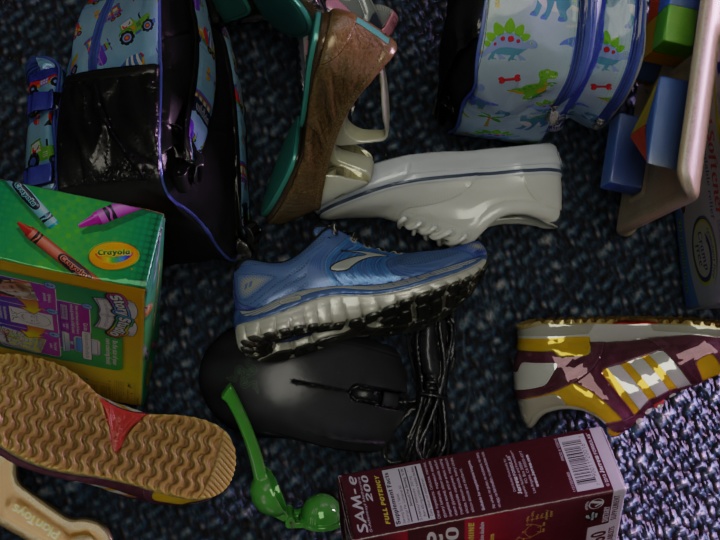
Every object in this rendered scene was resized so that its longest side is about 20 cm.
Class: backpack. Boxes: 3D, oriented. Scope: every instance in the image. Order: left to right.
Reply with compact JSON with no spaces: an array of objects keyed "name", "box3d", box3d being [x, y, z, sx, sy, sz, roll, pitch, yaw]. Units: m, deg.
[{"name":"backpack","box3d":[-0.156,-0.115,0.996,0.133,0.183,0.202,-7,71,11]},{"name":"backpack","box3d":[0.133,-0.196,1.013,0.145,0.200,0.185,4,82,0]}]

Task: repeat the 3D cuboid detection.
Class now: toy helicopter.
[{"name":"toy helicopter","box3d":[-0.270,0.169,1.000,0.199,0.079,0.133,34,82,-4]}]

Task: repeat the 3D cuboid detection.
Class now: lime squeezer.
[{"name":"lime squeezer","box3d":[-0.036,0.161,1.034,0.199,0.038,0.071,33,88,-17]}]

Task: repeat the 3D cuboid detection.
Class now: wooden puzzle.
[{"name":"wooden puzzle","box3d":[0.217,-0.131,1.018,0.046,0.200,0.188,9,82,-1]}]

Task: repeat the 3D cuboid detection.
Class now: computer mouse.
[{"name":"computer mouse","box3d":[-0.023,0.082,1.044,0.197,0.053,0.140,5,84,-5]}]

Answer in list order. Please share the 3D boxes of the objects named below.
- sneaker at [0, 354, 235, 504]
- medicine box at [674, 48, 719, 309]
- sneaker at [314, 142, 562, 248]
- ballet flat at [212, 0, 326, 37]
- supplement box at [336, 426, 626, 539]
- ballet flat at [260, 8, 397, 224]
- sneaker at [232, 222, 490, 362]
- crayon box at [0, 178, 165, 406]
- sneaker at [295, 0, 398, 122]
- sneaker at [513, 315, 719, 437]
[{"name":"sneaker","box3d":[-0.191,0.122,0.984,0.198,0.090,0.076,23,66,-13]},{"name":"medicine box","box3d":[0.307,-0.073,1.018,0.102,0.200,0.185,-4,83,-6]},{"name":"sneaker","box3d":[0.063,-0.050,1.057,0.197,0.073,0.072,-8,83,-6]},{"name":"ballet flat","box3d":[-0.066,-0.215,1.012,0.071,0.200,0.073,-7,105,-29]},{"name":"supplement box","box3d":[0.086,0.185,1.008,0.197,0.110,0.061,-10,46,-6]},{"name":"ballet flat","box3d":[-0.018,-0.097,0.977,0.071,0.201,0.068,13,45,-7]},{"name":"sneaker","box3d":[0.000,0.000,1.014,0.198,0.079,0.090,-10,68,-14]},{"name":"crayon box","box3d":[-0.199,0.021,0.958,0.117,0.201,0.059,12,61,-4]},{"name":"sneaker","box3d":[-0.009,-0.169,1.066,0.081,0.070,0.203,-2,85,-3]},{"name":"sneaker","box3d":[0.215,0.081,1.062,0.197,0.075,0.091,1,91,1]}]
